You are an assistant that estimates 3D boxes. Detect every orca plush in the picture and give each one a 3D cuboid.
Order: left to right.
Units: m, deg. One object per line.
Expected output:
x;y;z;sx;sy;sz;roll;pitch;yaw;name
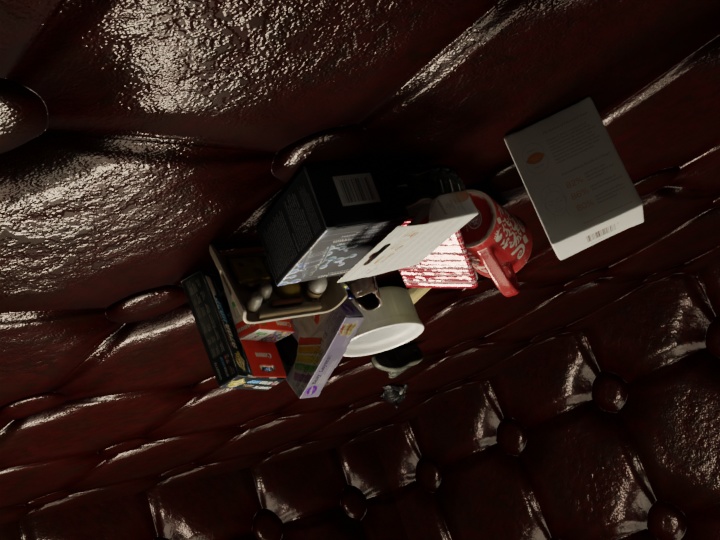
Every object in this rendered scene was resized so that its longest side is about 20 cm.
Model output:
0.129;0.443;3.261;0.104;0.072;0.200;-18;163;-8;orca plush

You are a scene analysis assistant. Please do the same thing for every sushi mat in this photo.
0.107;0.071;2.202;0.095;0.012;0.200;-11;161;-27;sushi mat

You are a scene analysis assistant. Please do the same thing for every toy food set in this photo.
-0.133;0.004;1.507;0.199;0.144;0.061;-6;141;-38;toy food set

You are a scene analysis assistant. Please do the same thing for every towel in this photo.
0.121;-0.035;1.651;0.144;0.023;0.201;1;142;23;towel

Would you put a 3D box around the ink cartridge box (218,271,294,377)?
-0.167;0.080;1.590;0.050;0.201;0.109;-27;162;23;ink cartridge box

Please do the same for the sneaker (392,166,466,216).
0.093;-0.123;1.518;0.199;0.075;0.079;-1;164;-34;sneaker

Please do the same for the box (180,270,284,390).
-0.218;0.106;1.613;0.046;0.201;0.159;-30;161;17;box

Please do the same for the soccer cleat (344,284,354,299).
-0.089;0.039;1.738;0.198;0.084;0.065;-8;164;-7;soccer cleat

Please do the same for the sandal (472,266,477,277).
0.121;-0.007;1.748;0.201;0.050;0.083;14;146;28;sandal

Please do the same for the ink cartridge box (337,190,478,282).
0.065;-0.052;1.433;0.199;0.050;0.162;-10;156;-46;ink cartridge box

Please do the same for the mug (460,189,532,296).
0.244;-0.058;1.719;0.134;0.177;0.200;-50;153;6;mug

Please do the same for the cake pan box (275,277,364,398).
-0.100;0.097;1.648;0.052;0.184;0.201;2;129;-43;cake pan box

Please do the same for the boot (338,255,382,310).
0.000;0.000;1.633;0.070;0.147;0.200;-26;163;14;boot

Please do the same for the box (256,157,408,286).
-0.047;-0.073;1.427;0.148;0.108;0.200;-11;161;-32;box

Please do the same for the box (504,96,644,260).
0.343;-0.146;1.495;0.151;0.201;0.106;-24;161;12;box

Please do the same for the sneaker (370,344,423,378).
0.083;0.269;2.669;0.114;0.077;0.199;-40;160;33;sneaker

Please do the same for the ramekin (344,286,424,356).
0.034;0.112;2.079;0.199;0.098;0.201;-15;161;-5;ramekin
